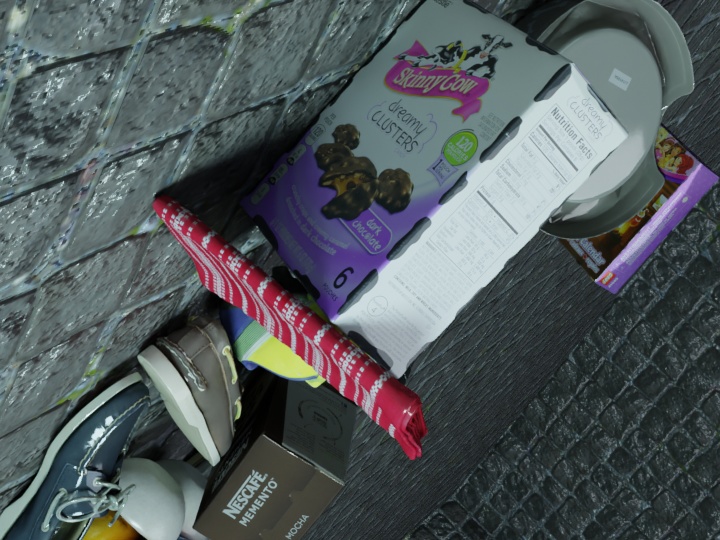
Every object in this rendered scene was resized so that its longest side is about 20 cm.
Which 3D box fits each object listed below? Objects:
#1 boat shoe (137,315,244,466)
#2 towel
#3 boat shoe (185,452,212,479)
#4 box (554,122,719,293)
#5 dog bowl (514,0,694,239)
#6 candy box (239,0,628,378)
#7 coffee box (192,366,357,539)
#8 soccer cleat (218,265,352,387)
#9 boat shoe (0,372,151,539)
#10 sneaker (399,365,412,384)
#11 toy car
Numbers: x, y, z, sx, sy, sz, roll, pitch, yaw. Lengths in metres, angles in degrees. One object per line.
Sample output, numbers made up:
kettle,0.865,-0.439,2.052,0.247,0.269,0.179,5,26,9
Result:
boat shoe,-0.118,0.093,0.961,0.059,0.072,0.200,-40,160,-15
towel,-0.038,0.038,0.772,0.023,0.199,0.145,-49,166,-9
boat shoe,-0.137,0.207,1.213,0.200,0.068,0.075,-49,165,13
box,0.214,-0.095,1.149,0.039,0.201,0.137,24,112,-43
dog bowl,0.179,-0.130,1.030,0.198,0.059,0.202,-13,116,-28
candy box,0.038,-0.063,0.781,0.200,0.168,0.071,-47,126,3
coffee box,-0.064,0.139,1.059,0.113,0.079,0.200,-52,-168,23
soccer cleat,-0.022,0.043,0.885,0.199,0.085,0.064,1,-157,45
boat shoe,-0.204,0.160,0.911,0.201,0.062,0.075,-51,163,16
sneaker,0.022,0.028,1.215,0.201,0.087,0.076,-58,136,-40
toy car,-0.186,0.259,1.052,0.175,0.150,0.200,-46,166,1
